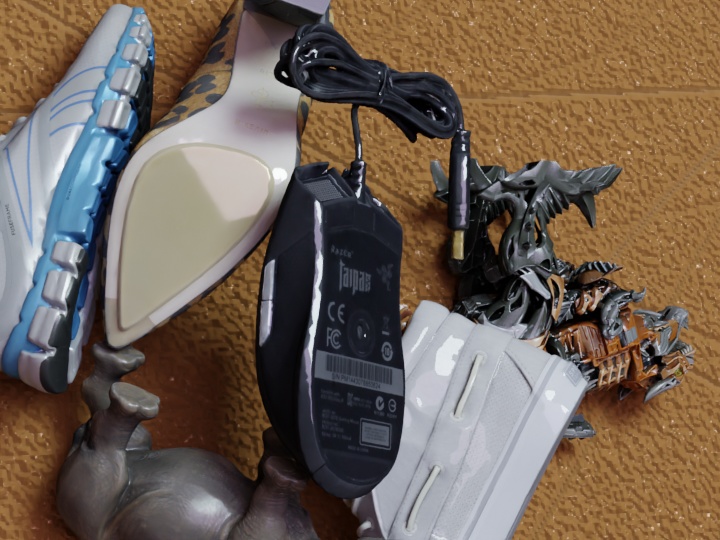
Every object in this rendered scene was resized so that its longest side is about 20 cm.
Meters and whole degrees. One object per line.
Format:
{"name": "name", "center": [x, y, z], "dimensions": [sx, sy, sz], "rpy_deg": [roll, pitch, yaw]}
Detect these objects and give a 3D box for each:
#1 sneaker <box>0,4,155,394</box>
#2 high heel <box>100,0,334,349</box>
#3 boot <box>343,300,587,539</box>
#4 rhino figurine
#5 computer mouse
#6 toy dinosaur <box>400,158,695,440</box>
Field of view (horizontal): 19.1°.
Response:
{"name": "sneaker", "center": [-0.148, -0.044, 0.966], "dimensions": [0.086, 0.075, 0.201], "rpy_deg": [11, 57, 6]}
{"name": "high heel", "center": [-0.066, -0.051, 0.995], "dimensions": [0.071, 0.143, 0.201], "rpy_deg": [28, 85, -5]}
{"name": "boot", "center": [0.020, 0.115, 0.989], "dimensions": [0.095, 0.074, 0.201], "rpy_deg": [27, 86, 9]}
{"name": "rhino figurine", "center": [-0.046, 0.113, 0.933], "dimensions": [0.199, 0.088, 0.060], "rpy_deg": [26, 23, 10]}
{"name": "computer mouse", "center": [0.000, 0.000, 0.944], "dimensions": [0.140, 0.046, 0.201], "rpy_deg": [8, 78, -54]}
{"name": "toy dinosaur", "center": [0.078, 0.015, 1.045], "dimensions": [0.200, 0.102, 0.136], "rpy_deg": [4, 89, -46]}
